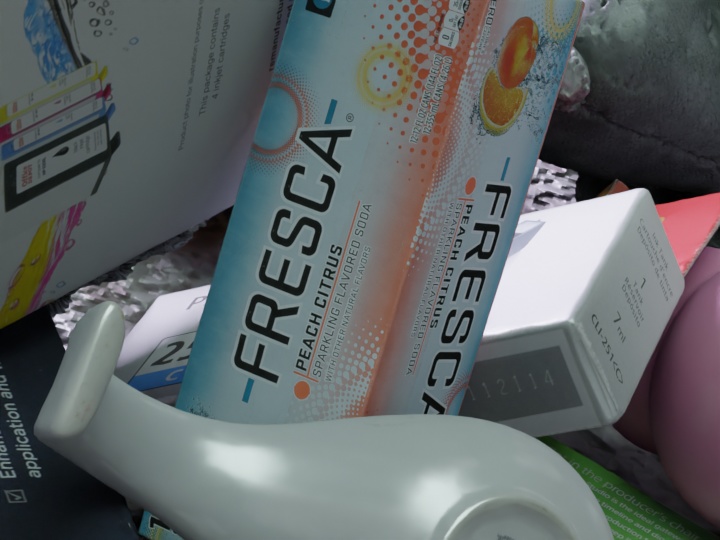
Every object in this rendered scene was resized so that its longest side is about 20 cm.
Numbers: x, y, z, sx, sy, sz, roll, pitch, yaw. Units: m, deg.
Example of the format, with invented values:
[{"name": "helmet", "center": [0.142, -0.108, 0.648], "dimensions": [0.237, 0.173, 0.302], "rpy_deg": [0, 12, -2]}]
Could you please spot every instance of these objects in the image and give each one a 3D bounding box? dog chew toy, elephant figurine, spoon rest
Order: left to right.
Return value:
[{"name": "spoon rest", "center": [-0.008, 0.070, 0.815], "dimensions": [0.200, 0.061, 0.099], "rpy_deg": [30, 71, -24]}, {"name": "elephant figurine", "center": [0.152, -0.060, 1.186], "dimensions": [0.200, 0.142, 0.155], "rpy_deg": [38, 65, -14]}, {"name": "dog chew toy", "center": [0.159, 0.047, 1.000], "dimensions": [0.125, 0.125, 0.200], "rpy_deg": [-16, 27, -38]}]

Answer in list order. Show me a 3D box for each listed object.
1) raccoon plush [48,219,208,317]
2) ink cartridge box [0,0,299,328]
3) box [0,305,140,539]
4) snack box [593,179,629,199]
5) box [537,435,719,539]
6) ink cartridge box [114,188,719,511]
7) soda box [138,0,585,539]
[{"name": "raccoon plush", "center": [-0.093, 0.000, 1.011], "dimensions": [0.200, 0.134, 0.097], "rpy_deg": [14, 25, -20]}, {"name": "ink cartridge box", "center": [-0.134, -0.078, 0.847], "dimensions": [0.147, 0.145, 0.200], "rpy_deg": [35, 44, 27]}, {"name": "box", "center": [-0.174, 0.098, 0.827], "dimensions": [0.200, 0.117, 0.197], "rpy_deg": [0, 37, -24]}, {"name": "snack box", "center": [0.050, 0.036, 1.050], "dimensions": [0.024, 0.072, 0.200], "rpy_deg": [43, 36, -2]}, {"name": "box", "center": [0.066, 0.139, 0.942], "dimensions": [0.144, 0.036, 0.200], "rpy_deg": [30, 37, 21]}, {"name": "ink cartridge box", "center": [0.017, 0.011, 1.003], "dimensions": [0.200, 0.045, 0.176], "rpy_deg": [-12, 22, 28]}, {"name": "soda box", "center": [0.000, 0.000, 0.878], "dimensions": [0.068, 0.200, 0.064], "rpy_deg": [22, 9, 30]}]
